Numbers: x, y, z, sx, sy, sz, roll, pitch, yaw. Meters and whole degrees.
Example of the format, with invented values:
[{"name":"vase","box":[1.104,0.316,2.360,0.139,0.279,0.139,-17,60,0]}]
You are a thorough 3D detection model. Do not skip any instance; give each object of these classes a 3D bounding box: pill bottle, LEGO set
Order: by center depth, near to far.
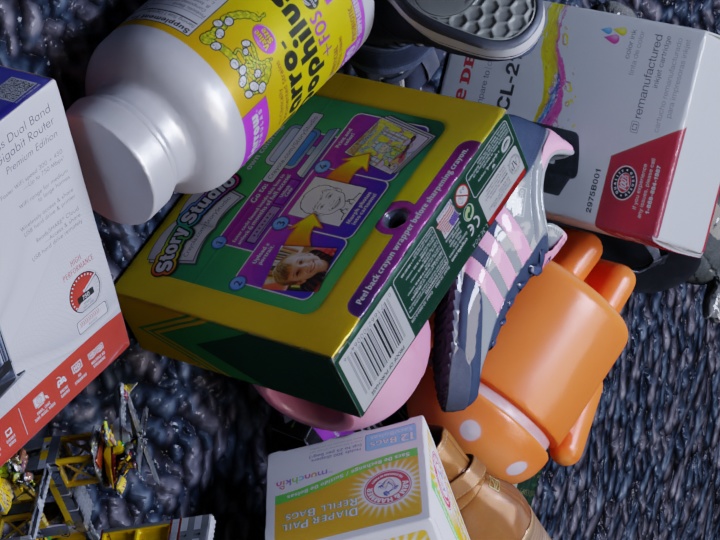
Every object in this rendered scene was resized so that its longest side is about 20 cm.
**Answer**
[{"name":"pill bottle","box":[-0.085,-0.114,1.196,0.200,0.104,0.105,-48,139,-34]},{"name":"LEGO set","box":[-0.131,0.177,1.198,0.154,0.115,0.201,-80,158,-56]}]

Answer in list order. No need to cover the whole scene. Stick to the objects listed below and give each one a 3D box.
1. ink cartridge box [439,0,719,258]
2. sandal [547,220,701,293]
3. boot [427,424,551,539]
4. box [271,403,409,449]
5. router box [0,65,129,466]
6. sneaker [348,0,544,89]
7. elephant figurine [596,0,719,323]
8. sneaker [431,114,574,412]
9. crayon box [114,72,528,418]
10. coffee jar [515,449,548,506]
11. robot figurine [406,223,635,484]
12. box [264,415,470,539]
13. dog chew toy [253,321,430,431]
[{"name":"ink cartridge box","box":[0.153,-0.105,1.474,0.083,0.199,0.147,11,94,-55]},{"name":"sandal","box":[0.177,-0.032,1.605,0.199,0.043,0.076,27,116,-28]},{"name":"boot","box":[0.022,0.182,1.452,0.155,0.199,0.077,48,40,-33]},{"name":"box","box":[0.020,0.060,1.494,0.201,0.036,0.143,-61,146,-18]},{"name":"router box","box":[-0.218,0.022,1.101,0.200,0.049,0.181,-45,138,-37]},{"name":"sneaker","box":[0.046,-0.151,1.295,0.077,0.202,0.147,-47,144,-14]},{"name":"elephant figurine","box":[0.239,-0.087,1.678,0.142,0.154,0.200,-53,146,-12]},{"name":"sneaker","box":[0.095,-0.003,1.400,0.070,0.081,0.202,174,-75,-80]},{"name":"crayon box","box":[-0.024,-0.024,1.262,0.201,0.171,0.059,-54,139,-27]},{"name":"coffee jar","box":[0.081,0.183,1.583,0.104,0.085,0.202,27,79,-79]},{"name":"robot figurine","box":[0.110,0.066,1.480,0.201,0.116,0.144,-54,156,-10]},{"name":"box","box":[0.019,0.209,1.361,0.102,0.111,0.201,-92,164,-56]},{"name":"dog chew toy","box":[0.000,0.000,1.368,0.125,0.123,0.201,56,49,-50]}]
